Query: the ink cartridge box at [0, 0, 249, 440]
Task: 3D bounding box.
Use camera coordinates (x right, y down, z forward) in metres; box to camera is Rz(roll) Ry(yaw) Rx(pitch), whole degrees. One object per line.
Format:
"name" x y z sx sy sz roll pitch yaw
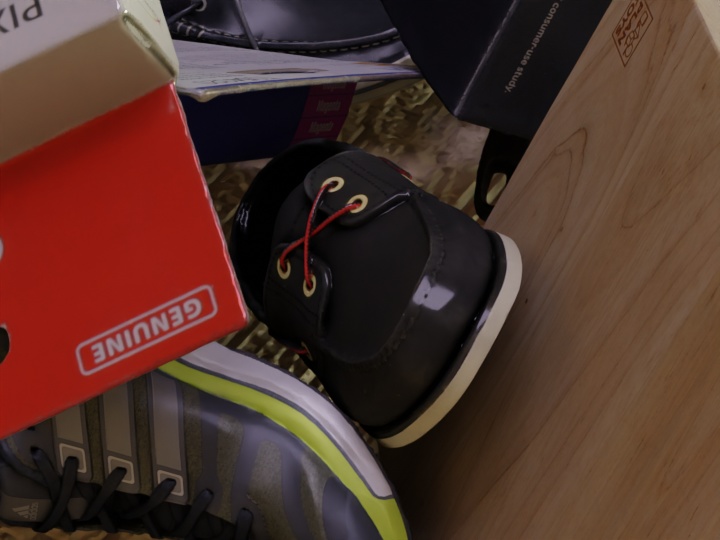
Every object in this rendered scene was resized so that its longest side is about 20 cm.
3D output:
"ink cartridge box" -0.146 -0.024 0.642 0.200 0.044 0.174 -25 57 10

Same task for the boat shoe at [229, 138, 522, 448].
"boat shoe" -0.002 0.002 0.707 0.063 0.074 0.201 33 2 -14

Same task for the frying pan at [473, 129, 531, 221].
"frying pan" 0.082 -0.080 0.896 0.115 0.031 0.190 -8 44 -7

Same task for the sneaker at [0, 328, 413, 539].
"sneaker" -0.069 0.058 0.691 0.200 0.074 0.081 35 57 16

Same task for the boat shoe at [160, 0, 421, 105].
"boat shoe" -0.059 -0.108 0.891 0.199 0.062 0.075 11 40 19

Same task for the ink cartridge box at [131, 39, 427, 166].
"ink cartridge box" -0.092 -0.057 0.770 0.199 0.043 0.196 10 10 26

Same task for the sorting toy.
"sorting toy" 0.087 0.043 0.639 0.069 0.200 0.199 17 32 -20

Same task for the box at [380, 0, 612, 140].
"box" 0.129 -0.116 0.799 0.199 0.148 0.104 14 30 -29
